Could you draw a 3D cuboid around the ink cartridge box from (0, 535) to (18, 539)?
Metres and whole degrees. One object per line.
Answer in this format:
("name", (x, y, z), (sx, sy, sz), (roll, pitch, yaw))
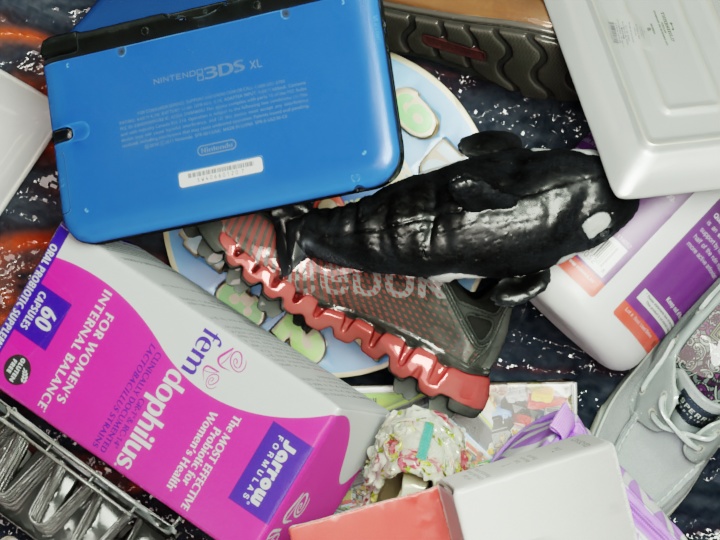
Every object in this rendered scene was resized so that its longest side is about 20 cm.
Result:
("ink cartridge box", (-0.220, 0.274, 1.315), (0.200, 0.084, 0.176), (-36, 89, -1))

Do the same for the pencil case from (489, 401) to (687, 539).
("pencil case", (0.153, 0.167, 1.284), (0.200, 0.085, 0.084), (43, 51, -10))

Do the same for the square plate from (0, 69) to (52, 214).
("square plate", (-0.308, -0.061, 1.352), (0.198, 0.028, 0.200), (32, 89, 2))

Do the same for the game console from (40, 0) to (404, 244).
("game console", (-0.064, -0.109, 1.276), (0.199, 0.118, 0.171), (-11, 82, 19))

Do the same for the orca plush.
("orca plush", (0.049, -0.044, 1.223), (0.199, 0.071, 0.106), (7, 65, 9))

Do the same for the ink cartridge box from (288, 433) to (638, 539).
("ink cartridge box", (0.072, 0.208, 1.212), (0.176, 0.045, 0.201), (-16, 96, -10))

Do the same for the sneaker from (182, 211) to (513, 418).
("sneaker", (0.000, 0.000, 1.290), (0.200, 0.071, 0.098), (30, 94, -2))

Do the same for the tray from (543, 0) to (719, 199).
("tray", (0.163, -0.129, 1.251), (0.107, 0.022, 0.201), (-7, 57, -14))

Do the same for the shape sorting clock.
("shape sorting clock", (-0.019, -0.036, 1.344), (0.199, 0.039, 0.201), (0, 89, 0))

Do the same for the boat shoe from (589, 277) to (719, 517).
("boat shoe", (0.191, 0.070, 1.322), (0.070, 0.072, 0.201), (32, 92, 0))

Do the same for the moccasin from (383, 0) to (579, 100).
("moccasin", (0.074, -0.151, 1.318), (0.201, 0.074, 0.078), (13, 60, 24))

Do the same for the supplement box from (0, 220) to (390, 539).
("supplement box", (-0.098, 0.069, 1.282), (0.200, 0.103, 0.101), (32, 94, 17))

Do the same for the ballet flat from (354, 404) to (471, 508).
("ballet flat", (0.019, 0.170, 1.285), (0.075, 0.064, 0.201), (7, 118, 5))

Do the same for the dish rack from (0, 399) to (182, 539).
("dish rack", (-0.166, 0.126, 1.265), (0.153, 0.200, 0.055), (35, 78, 1))

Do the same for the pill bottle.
("pill bottle", (0.177, -0.047, 1.306), (0.112, 0.112, 0.200), (44, 89, 1))

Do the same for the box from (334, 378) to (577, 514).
("box", (0.028, 0.121, 1.342), (0.199, 0.035, 0.111), (-2, 89, 0))
